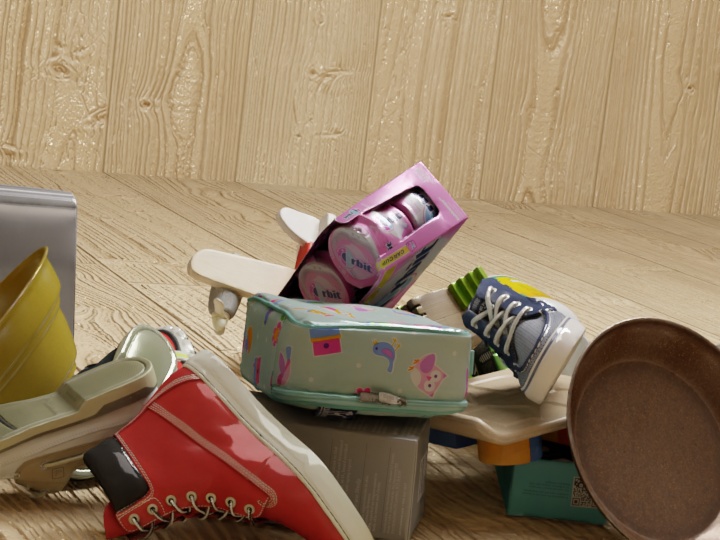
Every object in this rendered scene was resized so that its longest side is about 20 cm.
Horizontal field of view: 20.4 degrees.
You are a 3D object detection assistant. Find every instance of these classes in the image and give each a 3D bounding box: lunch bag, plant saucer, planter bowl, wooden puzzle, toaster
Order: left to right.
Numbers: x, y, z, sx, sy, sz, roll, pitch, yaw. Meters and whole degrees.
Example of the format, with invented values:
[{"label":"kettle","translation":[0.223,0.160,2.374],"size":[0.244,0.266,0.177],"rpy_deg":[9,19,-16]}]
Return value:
[{"label":"toaster","translation":[-0.339,0.004,1.780],"size":[0.118,0.202,0.180],"rpy_deg":[2,-2,-30]},{"label":"planter bowl","translation":[-0.285,0.083,1.591],"size":[0.083,0.201,0.200],"rpy_deg":[41,2,-13]},{"label":"lunch bag","translation":[-0.002,0.067,1.540],"size":[0.159,0.078,0.200],"rpy_deg":[8,3,-17]},{"label":"wooden puzzle","translation":[0.123,0.120,1.634],"size":[0.199,0.047,0.185],"rpy_deg":[-6,8,-34]},{"label":"plant saucer","translation":[0.235,0.137,1.558],"size":[0.199,0.202,0.037],"rpy_deg":[2,-23,-31]}]

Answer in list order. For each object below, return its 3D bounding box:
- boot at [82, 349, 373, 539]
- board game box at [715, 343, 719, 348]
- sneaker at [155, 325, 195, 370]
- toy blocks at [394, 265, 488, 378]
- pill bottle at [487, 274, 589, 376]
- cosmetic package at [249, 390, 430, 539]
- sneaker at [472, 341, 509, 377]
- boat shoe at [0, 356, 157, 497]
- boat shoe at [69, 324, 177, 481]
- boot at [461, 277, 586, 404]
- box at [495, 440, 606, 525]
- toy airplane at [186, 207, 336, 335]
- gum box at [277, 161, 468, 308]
[{"label":"boot","translation":[-0.098,0.170,1.411],"size":[0.200,0.144,0.073],"rpy_deg":[41,-20,19]},{"label":"board game box","translation":[0.317,0.106,1.744],"size":[0.199,0.026,0.199],"rpy_deg":[12,-22,-40]},{"label":"sneaker","translation":[-0.185,0.097,1.762],"size":[0.084,0.078,0.200],"rpy_deg":[-3,11,-23]},{"label":"toy blocks","translation":[0.018,0.084,1.724],"size":[0.136,0.100,0.200],"rpy_deg":[-15,-23,-47]},{"label":"pill bottle","translation":[0.165,0.075,2.033],"size":[0.112,0.114,0.200],"rpy_deg":[4,10,-15]},{"label":"cosmetic package","translation":[-0.051,0.144,1.524],"size":[0.198,0.091,0.107],"rpy_deg":[5,7,8]},{"label":"sneaker","translation":[0.092,0.106,1.834],"size":[0.083,0.077,0.200],"rpy_deg":[-11,-16,-16]},{"label":"boat shoe","translation":[-0.238,0.132,1.476],"size":[0.199,0.069,0.075],"rpy_deg":[-20,23,-12]},{"label":"boat shoe","translation":[-0.214,0.117,1.616],"size":[0.074,0.066,0.200],"rpy_deg":[44,32,-14]},{"label":"boot","translation":[0.123,0.051,1.592],"size":[0.090,0.073,0.200],"rpy_deg":[32,0,3]},{"label":"box","translation":[0.159,0.161,1.685],"size":[0.082,0.050,0.200],"rpy_deg":[6,9,-1]},{"label":"toy airplane","translation":[-0.057,0.038,2.020],"size":[0.200,0.141,0.199],"rpy_deg":[45,37,17]},{"label":"gum box","translation":[0.000,0.000,1.706],"size":[0.066,0.200,0.113],"rpy_deg":[49,51,9]}]
